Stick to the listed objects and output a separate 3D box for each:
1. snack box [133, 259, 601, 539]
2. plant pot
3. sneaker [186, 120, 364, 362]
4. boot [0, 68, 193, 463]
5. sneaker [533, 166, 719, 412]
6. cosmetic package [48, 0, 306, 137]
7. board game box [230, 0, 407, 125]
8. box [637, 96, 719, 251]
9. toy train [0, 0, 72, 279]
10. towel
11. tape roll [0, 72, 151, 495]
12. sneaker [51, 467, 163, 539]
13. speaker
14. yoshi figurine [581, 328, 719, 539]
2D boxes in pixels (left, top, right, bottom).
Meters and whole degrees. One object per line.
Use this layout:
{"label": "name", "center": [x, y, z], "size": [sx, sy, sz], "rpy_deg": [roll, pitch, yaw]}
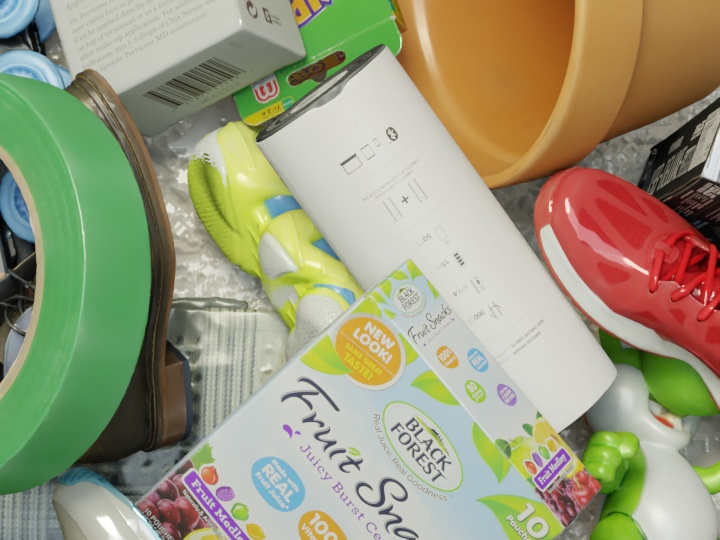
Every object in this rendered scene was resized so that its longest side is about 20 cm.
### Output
{"label": "snack box", "center": [-0.002, 0.109, 1.221], "size": [0.142, 0.053, 0.200], "rpy_deg": [49, 125, 1]}
{"label": "plant pot", "center": [0.104, -0.146, 1.279], "size": [0.139, 0.200, 0.202], "rpy_deg": [-8, 84, -33]}
{"label": "sneaker", "center": [0.000, 0.000, 1.288], "size": [0.105, 0.076, 0.201], "rpy_deg": [-26, 80, -27]}
{"label": "boot", "center": [-0.143, 0.008, 1.228], "size": [0.096, 0.075, 0.201], "rpy_deg": [-19, 114, -25]}
{"label": "sneaker", "center": [0.183, 0.008, 1.207], "size": [0.200, 0.115, 0.079], "rpy_deg": [38, 60, -11]}
{"label": "cosmetic package", "center": [-0.111, -0.182, 1.284], "size": [0.101, 0.071, 0.201], "rpy_deg": [-24, 72, 22]}
{"label": "board game box", "center": [-0.046, -0.177, 1.310], "size": [0.095, 0.030, 0.201], "rpy_deg": [-25, 68, 15]}
{"label": "box", "center": [0.227, -0.024, 1.265], "size": [0.157, 0.200, 0.050], "rpy_deg": [22, 82, -2]}
{"label": "toy train", "center": [-0.201, -0.079, 1.302], "size": [0.113, 0.087, 0.201], "rpy_deg": [-13, 88, 4]}
{"label": "towel", "center": [-0.117, 0.112, 1.317], "size": [0.191, 0.035, 0.202], "rpy_deg": [2, 86, -1]}
{"label": "tape roll", "center": [-0.187, 0.006, 1.198], "size": [0.199, 0.048, 0.202], "rpy_deg": [-3, 84, 37]}
{"label": "sneaker", "center": [-0.113, 0.194, 1.247], "size": [0.080, 0.076, 0.201], "rpy_deg": [-24, 100, -15]}
{"label": "speaker", "center": [0.038, -0.006, 1.229], "size": [0.081, 0.081, 0.200], "rpy_deg": [-38, 98, -7]}
{"label": "yoshi figurine", "center": [0.162, 0.097, 1.277], "size": [0.111, 0.113, 0.201], "rpy_deg": [-8, 64, 11]}
